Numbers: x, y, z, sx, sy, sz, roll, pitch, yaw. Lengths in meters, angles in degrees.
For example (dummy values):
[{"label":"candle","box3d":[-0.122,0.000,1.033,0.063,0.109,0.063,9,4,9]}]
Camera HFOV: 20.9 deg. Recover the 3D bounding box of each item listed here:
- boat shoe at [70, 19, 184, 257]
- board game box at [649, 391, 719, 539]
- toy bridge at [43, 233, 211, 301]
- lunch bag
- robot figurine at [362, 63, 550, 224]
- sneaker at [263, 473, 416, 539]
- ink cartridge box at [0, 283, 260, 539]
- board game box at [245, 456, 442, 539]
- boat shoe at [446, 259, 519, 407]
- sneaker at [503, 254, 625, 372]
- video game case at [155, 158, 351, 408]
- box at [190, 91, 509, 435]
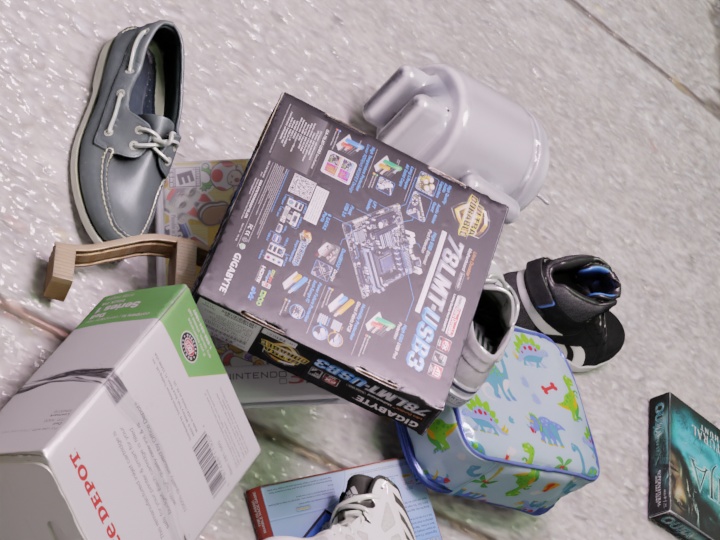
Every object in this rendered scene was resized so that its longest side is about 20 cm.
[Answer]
[{"label":"boat shoe","box3d":[-0.170,-0.105,1.484,0.073,0.062,0.202,30,50,-37]},{"label":"board game box","box3d":[0.360,0.226,1.978,0.199,0.028,0.136,34,47,-35]},{"label":"toy bridge","box3d":[-0.130,0.008,1.433,0.198,0.027,0.068,12,47,-16]},{"label":"lunch bag","box3d":[0.111,0.118,1.678,0.199,0.082,0.162,15,50,-45]},{"label":"robot figurine","box3d":[0.093,-0.114,1.765,0.199,0.113,0.170,25,35,-40]},{"label":"sneaker","box3d":[-0.022,0.205,1.476,0.200,0.075,0.116,30,41,-48]},{"label":"ink cartridge box","box3d":[-0.166,0.126,1.325,0.200,0.084,0.147,-52,127,-49]},{"label":"board game box","box3d":[-0.006,0.209,1.552,0.199,0.019,0.104,-4,73,-51]},{"label":"boat shoe","box3d":[0.104,0.038,1.613,0.073,0.067,0.201,39,31,-16]},{"label":"sneaker","box3d":[0.214,0.039,1.831,0.199,0.111,0.074,17,59,-45]},{"label":"video game case","box3d":[-0.065,0.007,1.488,0.180,0.023,0.202,-3,66,-4]},{"label":"box","box3d":[-0.007,-0.007,1.441,0.197,0.050,0.201,26,55,-8]}]
